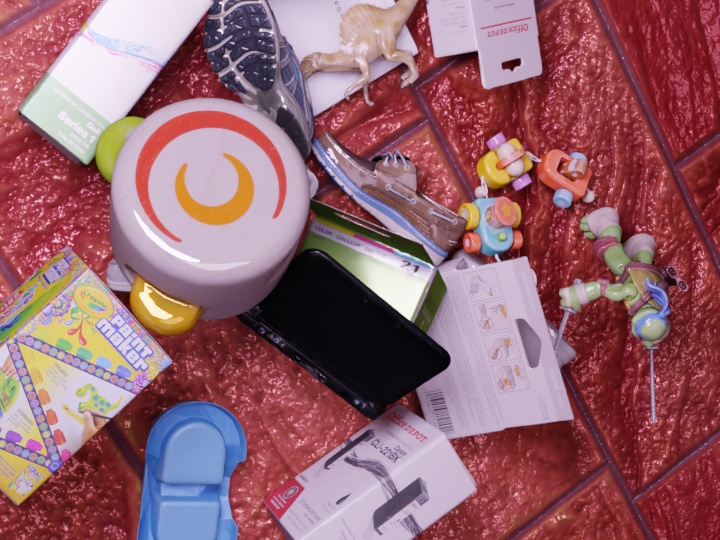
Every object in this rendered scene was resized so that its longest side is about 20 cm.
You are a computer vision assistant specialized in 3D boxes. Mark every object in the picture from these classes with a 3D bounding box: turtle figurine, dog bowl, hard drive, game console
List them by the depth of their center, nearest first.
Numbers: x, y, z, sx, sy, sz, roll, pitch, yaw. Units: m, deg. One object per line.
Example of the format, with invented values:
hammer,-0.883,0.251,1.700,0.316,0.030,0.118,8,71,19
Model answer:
game console,-0.028,0.053,1.287,0.200,0.176,0.117,40,94,-20
hard drive,-0.049,-0.247,1.324,0.199,0.027,0.133,-33,108,-14
dog bowl,-0.188,0.237,1.330,0.110,0.050,0.202,4,97,-20
turtle figurine,0.293,0.037,1.426,0.142,0.195,0.201,6,132,-1

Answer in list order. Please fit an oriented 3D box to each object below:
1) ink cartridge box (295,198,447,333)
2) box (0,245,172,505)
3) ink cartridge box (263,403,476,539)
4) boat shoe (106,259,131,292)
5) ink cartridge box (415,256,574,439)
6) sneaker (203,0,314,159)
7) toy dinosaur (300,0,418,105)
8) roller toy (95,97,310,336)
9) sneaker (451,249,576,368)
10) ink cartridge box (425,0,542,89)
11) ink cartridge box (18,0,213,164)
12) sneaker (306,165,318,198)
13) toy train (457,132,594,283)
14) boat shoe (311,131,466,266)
ink cartridge box,0.000,0.000,1.259,0.147,0.200,0.076,23,83,15
box,-0.307,0.093,1.185,0.192,0.200,0.122,-43,108,-10
ink cartridge box,0.009,0.250,1.352,0.199,0.144,0.084,-33,107,-13
boat shoe,-0.173,-0.027,1.258,0.200,0.074,0.065,-14,102,14
ink cartridge box,0.136,0.085,1.377,0.175,0.045,0.202,-12,106,23
sneaker,-0.099,-0.208,1.248,0.077,0.087,0.201,-6,121,19
toy dinosaur,0.025,-0.246,1.307,0.200,0.058,0.101,-39,108,-11
roller toy,-0.143,-0.051,1.139,0.181,0.140,0.202,-14,73,-18
sneaker,0.163,0.064,1.428,0.088,0.075,0.200,-43,109,8
ink cartridge box,0.130,-0.304,1.339,0.115,0.066,0.202,-21,106,-43
ink cartridge box,-0.242,-0.206,1.192,0.084,0.145,0.201,38,84,-15
sneaker,-0.139,-0.090,1.286,0.198,0.081,0.076,-7,102,-18
toy train,0.197,-0.082,1.391,0.150,0.056,0.201,34,62,-10
boat shoe,0.033,-0.094,1.341,0.200,0.072,0.072,40,99,-18
